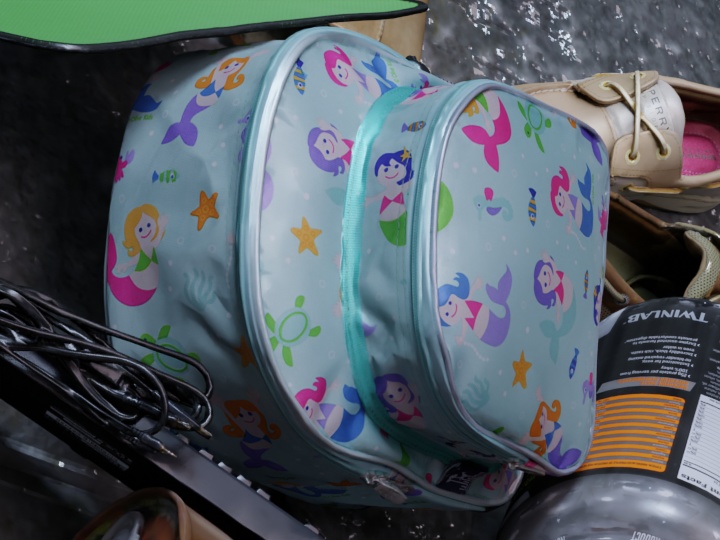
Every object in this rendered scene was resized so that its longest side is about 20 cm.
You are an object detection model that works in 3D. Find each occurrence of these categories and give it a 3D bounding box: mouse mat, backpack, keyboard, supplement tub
[{"bbox_3d":[-0.092,-0.105,0.872,0.200,0.161,0.008,-12,111,-46],"label":"mouse mat"},{"bbox_3d":[0.000,0.000,0.852,0.200,0.150,0.178,21,69,-47],"label":"backpack"},{"bbox_3d":[-0.084,0.043,0.783,0.200,0.104,0.040,35,73,-4],"label":"keyboard"},{"bbox_3d":[0.123,0.108,0.932,0.123,0.122,0.200,48,32,-11],"label":"supplement tub"}]

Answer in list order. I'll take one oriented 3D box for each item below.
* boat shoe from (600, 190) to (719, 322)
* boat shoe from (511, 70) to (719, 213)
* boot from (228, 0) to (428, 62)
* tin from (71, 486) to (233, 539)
[{"bbox_3d":[0.146,0.016,1.066,0.200,0.074,0.076,23,53,-32],"label":"boat shoe"},{"bbox_3d":[0.133,-0.070,1.107,0.200,0.069,0.074,-3,69,-44],"label":"boat shoe"},{"bbox_3d":[0.027,-0.155,1.067,0.175,0.066,0.200,23,51,-17],"label":"boot"},{"bbox_3d":[-0.094,0.163,0.732,0.042,0.112,0.200,40,46,-26],"label":"tin"}]
